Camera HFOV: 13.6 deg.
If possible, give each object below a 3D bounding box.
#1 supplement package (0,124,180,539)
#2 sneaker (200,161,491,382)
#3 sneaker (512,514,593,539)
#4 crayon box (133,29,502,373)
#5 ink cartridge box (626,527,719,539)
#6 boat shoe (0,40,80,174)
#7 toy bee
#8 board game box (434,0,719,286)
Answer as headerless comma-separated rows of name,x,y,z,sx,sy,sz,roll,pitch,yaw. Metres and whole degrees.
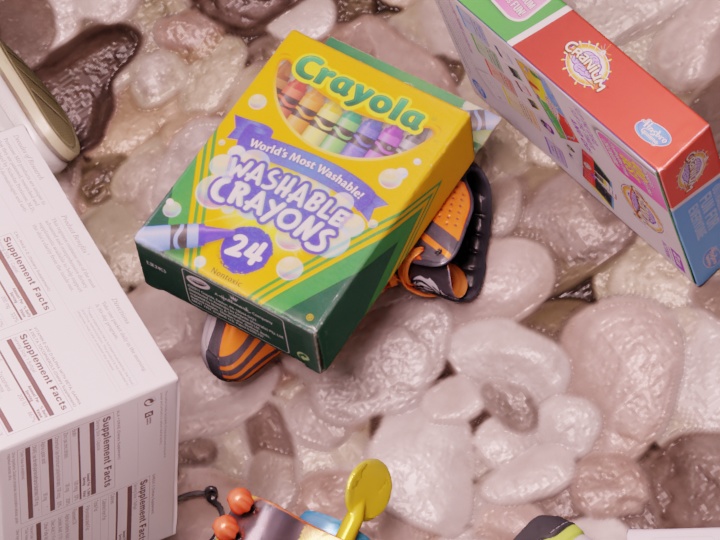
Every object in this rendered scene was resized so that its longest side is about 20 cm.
supplement package,-0.193,0.052,1.682,0.111,0.156,0.200,-21,56,-19
sneaker,0.000,0.000,1.765,0.112,0.078,0.200,33,78,27
sneaker,0.086,0.208,1.619,0.083,0.072,0.200,33,53,14
crayon box,-0.022,-0.054,1.735,0.125,0.052,0.200,26,64,20
ink cartridge box,0.242,0.209,1.597,0.199,0.076,0.137,-4,65,16
boat shoe,-0.246,-0.120,1.899,0.068,0.075,0.200,-40,54,1
toy bee,-0.040,0.167,1.681,0.199,0.109,0.131,-1,67,15
board game box,0.129,-0.094,1.731,0.040,0.153,0.200,-43,63,-7
